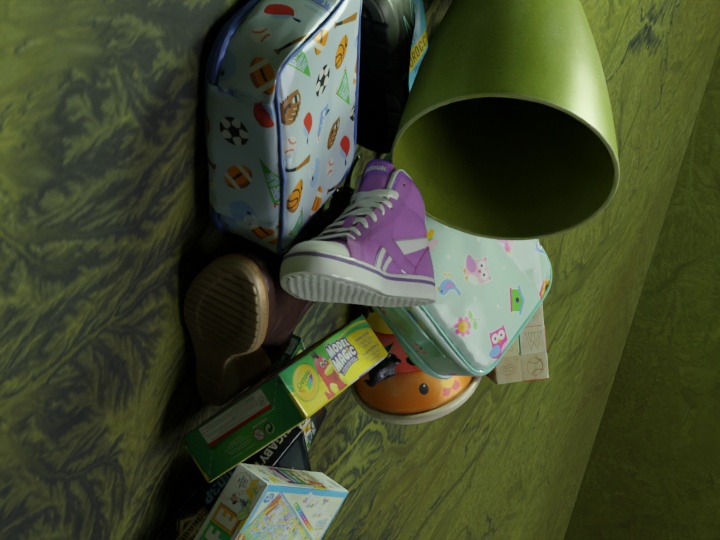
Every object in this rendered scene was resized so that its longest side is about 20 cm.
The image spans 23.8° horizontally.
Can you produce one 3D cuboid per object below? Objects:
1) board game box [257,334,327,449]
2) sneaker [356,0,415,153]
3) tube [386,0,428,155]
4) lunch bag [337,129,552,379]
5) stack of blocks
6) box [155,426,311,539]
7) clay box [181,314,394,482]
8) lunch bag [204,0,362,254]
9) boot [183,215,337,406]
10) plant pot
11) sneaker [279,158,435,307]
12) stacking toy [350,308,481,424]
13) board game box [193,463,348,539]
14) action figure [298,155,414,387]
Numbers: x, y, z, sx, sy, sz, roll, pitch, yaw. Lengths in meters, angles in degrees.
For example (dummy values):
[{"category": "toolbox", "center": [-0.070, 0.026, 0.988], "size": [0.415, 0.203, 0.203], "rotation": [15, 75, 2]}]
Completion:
[{"category": "board game box", "center": [-0.074, 0.142, 1.643], "size": [0.105, 0.023, 0.200], "rotation": [-60, 163, -19]}, {"category": "sneaker", "center": [0.020, -0.181, 1.437], "size": [0.201, 0.075, 0.080], "rotation": [91, 25, -52]}, {"category": "tube", "center": [0.042, -0.172, 1.581], "size": [0.201, 0.050, 0.078], "rotation": [82, 26, -50]}, {"category": "lunch bag", "center": [0.068, -0.012, 1.505], "size": [0.201, 0.077, 0.161], "rotation": [51, 60, -22]}, {"category": "stack of blocks", "center": [0.150, 0.009, 1.816], "size": [0.115, 0.058, 0.203], "rotation": [-139, -136, -77]}, {"category": "box", "center": [-0.107, 0.236, 1.571], "size": [0.159, 0.046, 0.201], "rotation": [-49, 157, -24]}, {"category": "clay box", "center": [-0.055, 0.101, 1.439], "size": [0.114, 0.048, 0.200], "rotation": [-34, 180, 27]}, {"category": "lunch bag", "center": [-0.053, -0.122, 1.281], "size": [0.202, 0.075, 0.161], "rotation": [95, 21, -43]}, {"category": "boot", "center": [-0.070, 0.005, 1.378], "size": [0.167, 0.072, 0.201], "rotation": [-50, 168, -32]}, {"category": "plant pot", "center": [0.128, -0.161, 1.430], "size": [0.188, 0.184, 0.202], "rotation": [88, 9, -55]}, {"category": "sneaker", "center": [-0.005, -0.033, 1.342], "size": [0.200, 0.072, 0.116], "rotation": [9, 78, -64]}, {"category": "stacking toy", "center": [0.041, 0.045, 1.764], "size": [0.147, 0.145, 0.202], "rotation": [-54, 141, -38]}, {"category": "board game box", "center": [-0.089, 0.239, 1.503], "size": [0.135, 0.034, 0.200], "rotation": [-59, 159, 2]}, {"category": "action figure", "center": [0.000, 0.000, 1.560], "size": [0.118, 0.102, 0.202], "rotation": [-23, 98, -29]}]
